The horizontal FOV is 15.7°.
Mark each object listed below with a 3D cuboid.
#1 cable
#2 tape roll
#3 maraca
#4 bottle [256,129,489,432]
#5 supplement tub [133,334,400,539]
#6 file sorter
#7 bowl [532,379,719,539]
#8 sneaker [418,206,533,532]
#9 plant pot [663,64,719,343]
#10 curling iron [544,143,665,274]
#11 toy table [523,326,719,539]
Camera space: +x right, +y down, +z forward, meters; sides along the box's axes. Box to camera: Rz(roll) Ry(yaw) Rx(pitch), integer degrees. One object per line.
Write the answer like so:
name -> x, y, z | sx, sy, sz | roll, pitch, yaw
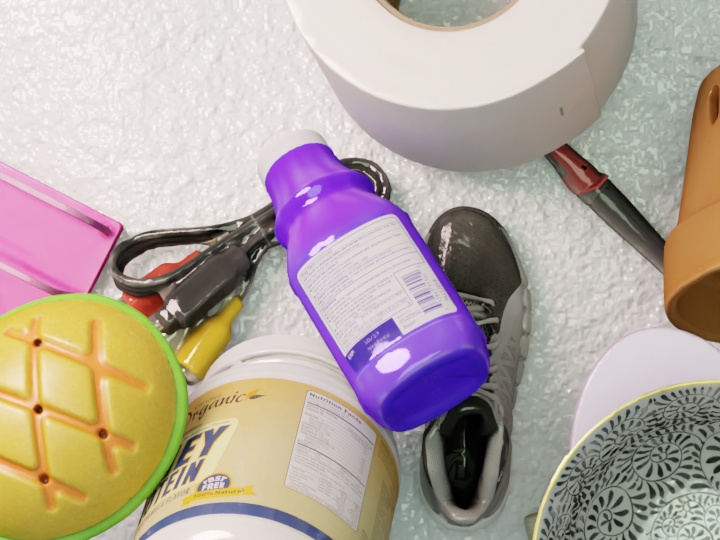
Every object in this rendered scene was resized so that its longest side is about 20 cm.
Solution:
cable -> -0.076, -0.011, 1.621 | 0.200, 0.050, 0.097 | -38, 70, -12
tape roll -> 0.061, -0.172, 1.546 | 0.202, 0.139, 0.203 | -2, 77, 8
maraca -> -0.190, 0.099, 1.471 | 0.200, 0.107, 0.137 | -38, 76, -4
bottle -> 0.000, 0.000, 1.536 | 0.083, 0.065, 0.200 | -31, 55, -2
supplement tub -> -0.053, 0.144, 1.507 | 0.144, 0.200, 0.145 | 5, 126, 7
file sorter -> -0.255, 0.027, 1.571 | 0.139, 0.125, 0.200 | 27, 88, 2
bowl -> 0.192, 0.160, 1.452 | 0.200, 0.094, 0.202 | 0, 88, 1
sneaker -> 0.069, 0.059, 1.564 | 0.075, 0.115, 0.201 | -1, 88, 2
plant pot -> 0.272, -0.049, 1.537 | 0.199, 0.200, 0.141 | -4, 70, 1
curling iron -> 0.146, -0.063, 1.612 | 0.050, 0.026, 0.200 | -38, 87, 3
toy table -> 0.190, 0.134, 1.557 | 0.183, 0.117, 0.201 | -2, 88, 1
